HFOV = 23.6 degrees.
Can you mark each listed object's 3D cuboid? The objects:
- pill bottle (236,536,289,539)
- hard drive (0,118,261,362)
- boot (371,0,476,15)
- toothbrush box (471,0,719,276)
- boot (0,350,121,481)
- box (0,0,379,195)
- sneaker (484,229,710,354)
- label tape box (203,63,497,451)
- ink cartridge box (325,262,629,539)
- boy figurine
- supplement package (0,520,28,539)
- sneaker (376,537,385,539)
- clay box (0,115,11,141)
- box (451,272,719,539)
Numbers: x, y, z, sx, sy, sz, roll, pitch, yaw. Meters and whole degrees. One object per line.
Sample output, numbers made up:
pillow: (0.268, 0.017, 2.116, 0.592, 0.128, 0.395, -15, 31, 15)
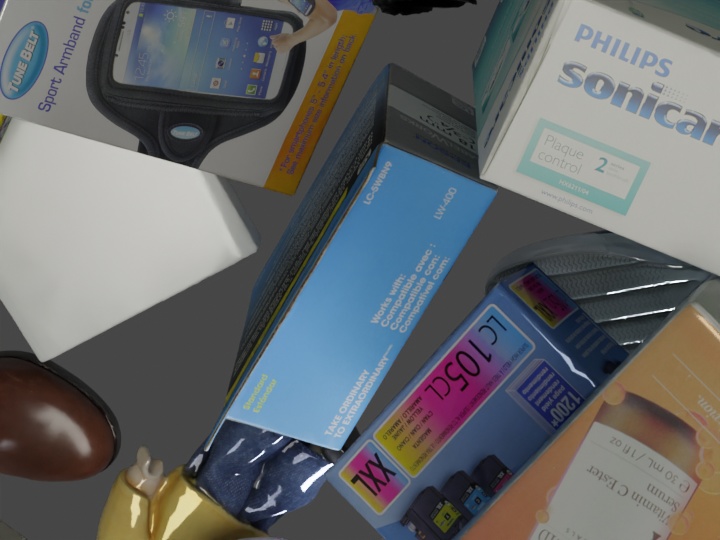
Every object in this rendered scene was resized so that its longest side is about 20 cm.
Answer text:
pill bottle: (-0.062, 0.239, 0.883, 0.113, 0.115, 0.201, 16, 133, -3)
hard drive: (-0.155, -0.069, 0.858, 0.131, 0.026, 0.201, -27, 106, 11)
boot: (0.013, -0.188, 0.713, 0.073, 0.198, 0.164, -9, 92, -32)
toothbrush box: (0.131, -0.077, 0.751, 0.146, 0.200, 0.086, 21, 108, -6)
boot: (-0.218, 0.089, 0.822, 0.187, 0.200, 0.069, 27, 108, -7)
box: (-0.094, -0.114, 0.783, 0.199, 0.041, 0.120, 13, 111, -36)
sneaker: (0.161, 0.002, 0.848, 0.199, 0.071, 0.074, -4, 115, 22)
label tape box: (0.000, 0.000, 0.782, 0.063, 0.200, 0.145, 29, 108, -7)
ink cartridge box: (0.102, 0.115, 0.812, 0.200, 0.076, 0.137, 43, 111, 7)
boy figurine: (-0.085, 0.137, 0.904, 0.124, 0.065, 0.200, 32, 113, -35)
supplement package: (-0.264, 0.188, 0.853, 0.199, 0.152, 0.151, 32, 108, 14)
sneaker: (0.062, 0.189, 0.901, 0.198, 0.091, 0.078, -3, 109, 4)
clay box: (-0.223, -0.087, 0.816, 0.114, 0.048, 0.201, 27, 108, -8)
box: (0.130, 0.123, 0.704, 0.152, 0.106, 0.200, 44, 111, 8)
